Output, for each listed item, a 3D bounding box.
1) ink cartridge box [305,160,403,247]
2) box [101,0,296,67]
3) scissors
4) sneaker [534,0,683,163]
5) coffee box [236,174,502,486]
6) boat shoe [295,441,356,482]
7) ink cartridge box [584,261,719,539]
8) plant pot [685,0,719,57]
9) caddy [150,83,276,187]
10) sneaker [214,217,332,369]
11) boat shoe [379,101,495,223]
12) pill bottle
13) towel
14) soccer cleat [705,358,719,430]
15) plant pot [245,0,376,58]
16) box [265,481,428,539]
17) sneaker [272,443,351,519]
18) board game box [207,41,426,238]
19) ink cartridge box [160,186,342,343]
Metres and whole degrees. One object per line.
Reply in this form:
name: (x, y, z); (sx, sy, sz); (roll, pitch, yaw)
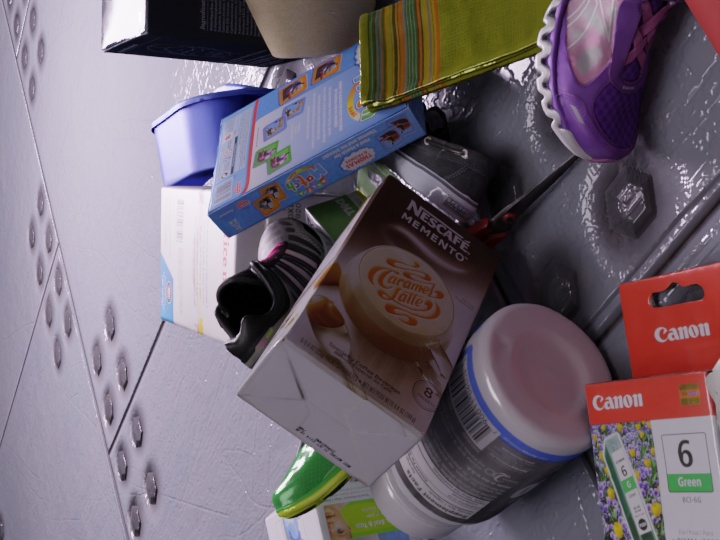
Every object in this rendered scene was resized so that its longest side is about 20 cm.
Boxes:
ink cartridge box: (0.000, 0.000, 0.938); (0.104, 0.059, 0.201); (50, 152, 47)
box: (-0.157, -0.283, 1.123); (0.148, 0.199, 0.108); (6, 96, 59)
scissors: (0.113, -0.035, 0.840); (0.199, 0.073, 0.014); (-31, 42, 30)
sneaker: (0.171, -0.172, 0.694); (0.088, 0.080, 0.202); (4, 93, 52)
coffee box: (0.012, 0.036, 0.765); (0.080, 0.114, 0.200); (-50, 7, 42)
boat shoe: (-0.042, 0.192, 1.068); (0.074, 0.064, 0.204); (37, 122, 53)
ink cartridge box: (0.198, 0.101, 0.673); (0.109, 0.050, 0.202); (-19, 75, 58)
plant pot: (0.253, -0.109, 0.462); (0.200, 0.199, 0.179); (-33, 73, 55)
caddy: (-0.147, -0.151, 1.169); (0.200, 0.140, 0.106); (-14, 84, 58)
sneaker: (-0.072, 0.013, 0.853); (0.074, 0.087, 0.201); (-48, 29, 27)
boat shoe: (0.052, -0.109, 0.909); (0.066, 0.070, 0.200); (-55, 31, 9)
pill bottle: (0.089, 0.122, 0.798); (0.200, 0.113, 0.114); (-51, 48, 47)
towel: (0.082, -0.189, 0.809); (0.199, 0.018, 0.087); (-15, 71, 33)
soccer cleat: (0.229, 0.092, 0.596); (0.077, 0.069, 0.202); (11, 95, 34)
plant pot: (-0.049, -0.306, 0.991); (0.187, 0.186, 0.202); (24, 126, 57)
box: (0.003, 0.298, 0.947); (0.101, 0.112, 0.201); (-43, 55, 50)
sneaker: (-0.017, 0.107, 0.859); (0.201, 0.083, 0.074); (-58, -5, -13)
board game box: (-0.040, -0.127, 0.933); (0.199, 0.037, 0.152); (-26, 36, 20)
ink cartridge box: (-0.105, -0.010, 1.093); (0.200, 0.144, 0.149); (12, 101, 59)
